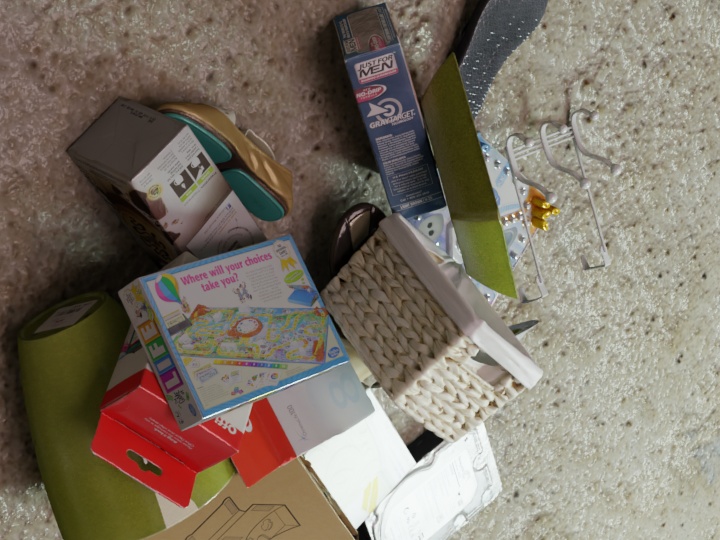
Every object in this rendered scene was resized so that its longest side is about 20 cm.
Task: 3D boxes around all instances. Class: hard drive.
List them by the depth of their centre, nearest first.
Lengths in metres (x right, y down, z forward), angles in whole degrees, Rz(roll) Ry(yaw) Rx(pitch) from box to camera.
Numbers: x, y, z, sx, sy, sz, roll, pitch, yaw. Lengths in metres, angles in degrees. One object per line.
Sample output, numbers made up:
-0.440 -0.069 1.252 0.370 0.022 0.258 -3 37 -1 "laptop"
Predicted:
0.079 0.268 2.004 0.200 0.038 0.140 -37 129 -26 "hard drive"

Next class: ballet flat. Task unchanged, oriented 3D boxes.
-0.132 -0.121 1.642 0.200 0.069 0.063 45 49 -46 "ballet flat"

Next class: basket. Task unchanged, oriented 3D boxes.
0.067 0.061 1.702 0.123 0.200 0.136 -44 134 9 "basket"

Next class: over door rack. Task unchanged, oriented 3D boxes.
0.241 -0.075 1.943 0.148 0.067 0.200 -22 111 -45 "over door rack"

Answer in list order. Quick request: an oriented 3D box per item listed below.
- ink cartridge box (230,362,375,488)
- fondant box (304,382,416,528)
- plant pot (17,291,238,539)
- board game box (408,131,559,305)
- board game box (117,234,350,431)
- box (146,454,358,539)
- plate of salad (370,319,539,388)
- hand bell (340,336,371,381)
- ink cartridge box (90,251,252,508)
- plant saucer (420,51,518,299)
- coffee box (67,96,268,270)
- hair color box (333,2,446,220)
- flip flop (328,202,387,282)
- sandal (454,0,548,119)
-0.081 0.104 1.646 0.200 0.047 0.160 -27 90 -59 "ink cartridge box"
-0.045 0.233 1.863 0.200 0.058 0.144 -45 131 -17 "fondant box"
-0.239 0.128 1.581 0.187 0.187 0.200 -33 111 -27 "plant pot"
0.127 -0.037 1.923 0.200 0.026 0.200 37 82 -45 "board game box"
-0.110 0.051 1.507 0.200 0.034 0.135 -18 81 -49 "board game box"
-0.123 0.263 1.745 0.200 0.021 0.164 -20 130 13 "box"
0.101 0.084 1.854 0.200 0.200 0.048 -21 91 -34 "plate of salad"
-0.061 0.166 1.773 0.104 0.104 0.200 34 79 -44 "hand bell"
-0.157 0.098 1.511 0.116 0.067 0.200 36 46 -25 "ink cartridge box"
0.108 -0.089 1.731 0.048 0.200 0.200 -15 153 4 "plant saucer"
-0.172 -0.057 1.586 0.080 0.113 0.200 -48 132 -16 "coffee box"
0.031 -0.161 1.723 0.060 0.100 0.200 -17 125 2 "hair color box"
0.000 0.000 1.808 0.081 0.058 0.200 -33 144 -13 "flip flop"
0.133 -0.250 1.833 0.076 0.043 0.200 29 97 -38 "sandal"
